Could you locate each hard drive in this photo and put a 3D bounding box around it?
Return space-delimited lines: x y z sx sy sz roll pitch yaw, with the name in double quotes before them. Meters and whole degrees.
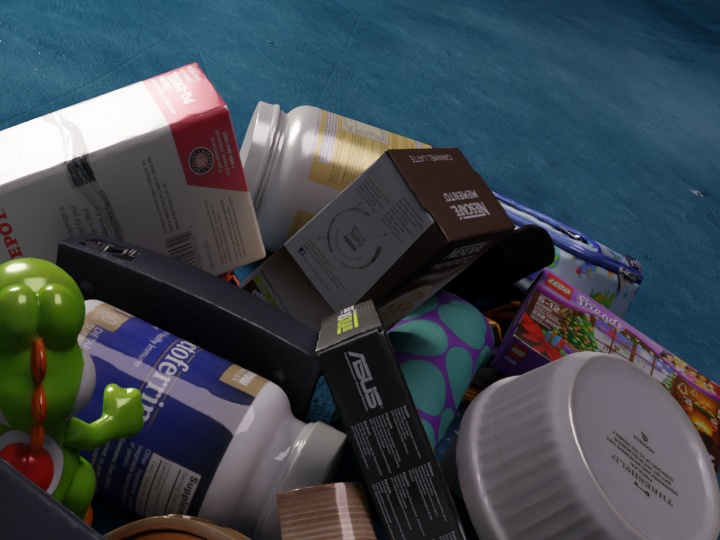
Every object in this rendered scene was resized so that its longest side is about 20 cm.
"hard drive" -0.124 0.055 0.899 0.200 0.135 0.042 24 41 6

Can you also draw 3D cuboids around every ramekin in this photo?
"ramekin" 0.173 0.150 0.915 0.202 0.094 0.203 28 42 -28

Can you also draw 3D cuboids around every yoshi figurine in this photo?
"yoshi figurine" -0.189 0.074 0.730 0.112 0.200 0.112 33 39 24

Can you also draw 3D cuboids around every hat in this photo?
"hat" 0.065 -0.016 1.102 0.200 0.201 0.081 -1 64 -39

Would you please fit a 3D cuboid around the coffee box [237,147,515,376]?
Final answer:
"coffee box" 0.000 0.000 0.940 0.080 0.200 0.114 56 30 12

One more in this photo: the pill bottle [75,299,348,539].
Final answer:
"pill bottle" -0.116 0.109 0.831 0.200 0.116 0.116 25 26 4

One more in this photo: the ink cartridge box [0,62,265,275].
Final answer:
"ink cartridge box" -0.188 -0.049 0.954 0.200 0.145 0.084 -21 41 -12

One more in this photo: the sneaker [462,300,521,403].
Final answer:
"sneaker" 0.146 0.065 1.163 0.078 0.077 0.200 34 27 26

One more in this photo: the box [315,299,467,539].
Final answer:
"box" 0.026 0.122 0.784 0.047 0.200 0.193 -21 2 -2

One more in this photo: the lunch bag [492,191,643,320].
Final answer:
"lunch bag" 0.172 -0.016 1.267 0.200 0.083 0.161 30 8 40

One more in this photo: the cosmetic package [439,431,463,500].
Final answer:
"cosmetic package" 0.151 0.148 1.037 0.083 0.051 0.200 41 32 24

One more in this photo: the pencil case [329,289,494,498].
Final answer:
"pencil case" 0.041 0.096 0.991 0.085 0.093 0.200 -2 27 25

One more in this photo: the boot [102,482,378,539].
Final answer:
"boot" -0.071 0.213 0.708 0.077 0.200 0.155 44 35 -65

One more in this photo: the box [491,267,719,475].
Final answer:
"box" 0.216 0.092 1.077 0.200 0.039 0.137 34 31 1

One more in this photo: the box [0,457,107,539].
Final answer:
"box" -0.231 0.151 0.605 0.200 0.107 0.148 32 61 20

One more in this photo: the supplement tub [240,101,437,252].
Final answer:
"supplement tub" -0.020 -0.073 1.217 0.200 0.146 0.145 18 26 -10

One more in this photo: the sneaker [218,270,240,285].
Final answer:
"sneaker" -0.129 0.017 1.037 0.200 0.078 0.075 38 31 29
